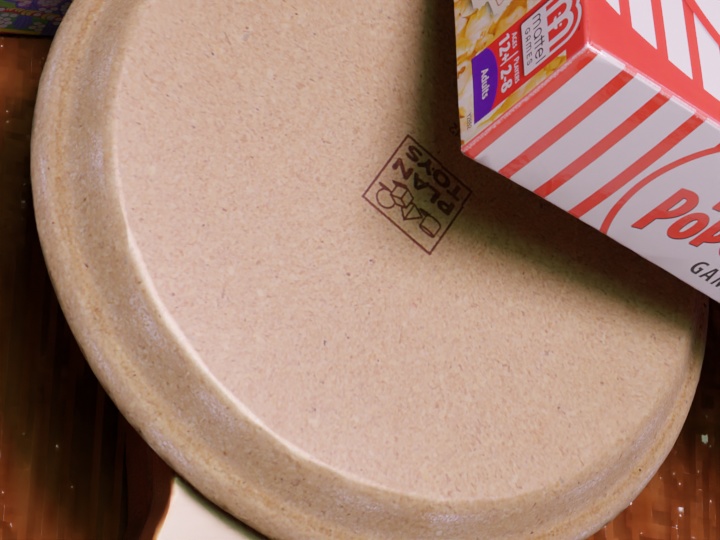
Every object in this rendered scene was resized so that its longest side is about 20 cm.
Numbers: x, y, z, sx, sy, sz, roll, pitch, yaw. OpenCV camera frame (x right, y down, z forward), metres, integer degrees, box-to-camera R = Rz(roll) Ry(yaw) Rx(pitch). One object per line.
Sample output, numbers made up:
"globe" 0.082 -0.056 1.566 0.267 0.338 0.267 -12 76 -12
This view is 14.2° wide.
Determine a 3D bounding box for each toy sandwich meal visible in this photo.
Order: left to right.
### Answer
"toy sandwich meal" 0.000 0.000 0.722 0.204 0.070 0.206 11 64 -23

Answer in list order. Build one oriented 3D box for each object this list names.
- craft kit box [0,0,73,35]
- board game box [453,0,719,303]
"craft kit box" -0.156 -0.159 0.726 0.199 0.049 0.198 1 68 -24
"board game box" 0.090 -0.080 0.746 0.151 0.046 0.201 29 40 -30
